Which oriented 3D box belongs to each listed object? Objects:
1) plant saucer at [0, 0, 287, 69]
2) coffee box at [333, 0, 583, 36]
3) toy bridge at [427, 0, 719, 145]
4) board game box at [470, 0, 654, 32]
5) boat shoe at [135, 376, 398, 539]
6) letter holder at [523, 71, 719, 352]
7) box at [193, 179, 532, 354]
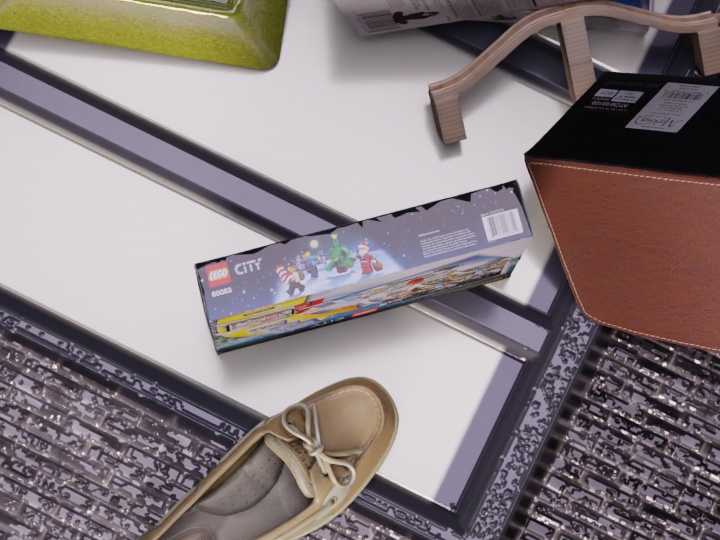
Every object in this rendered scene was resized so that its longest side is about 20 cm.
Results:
[{"bbox_3d":[-0.135,-0.241,1.400,0.199,0.048,0.201,8,96,-6],"label":"plant saucer"},{"bbox_3d":[0.082,-0.227,1.386,0.199,0.080,0.115,-8,76,12],"label":"coffee box"},{"bbox_3d":[0.140,-0.140,1.412,0.199,0.027,0.068,-15,115,0],"label":"toy bridge"},{"bbox_3d":[0.135,-0.262,1.455,0.125,0.035,0.201,4,79,0],"label":"board game box"},{"bbox_3d":[-0.060,0.136,1.353,0.200,0.063,0.073,-33,81,-8],"label":"boat shoe"},{"bbox_3d":[0.224,-0.032,1.342,0.101,0.199,0.143,-45,127,-33],"label":"letter holder"},{"bbox_3d":[0.000,0.000,1.346,0.199,0.137,0.038,-15,81,-5],"label":"box"}]
